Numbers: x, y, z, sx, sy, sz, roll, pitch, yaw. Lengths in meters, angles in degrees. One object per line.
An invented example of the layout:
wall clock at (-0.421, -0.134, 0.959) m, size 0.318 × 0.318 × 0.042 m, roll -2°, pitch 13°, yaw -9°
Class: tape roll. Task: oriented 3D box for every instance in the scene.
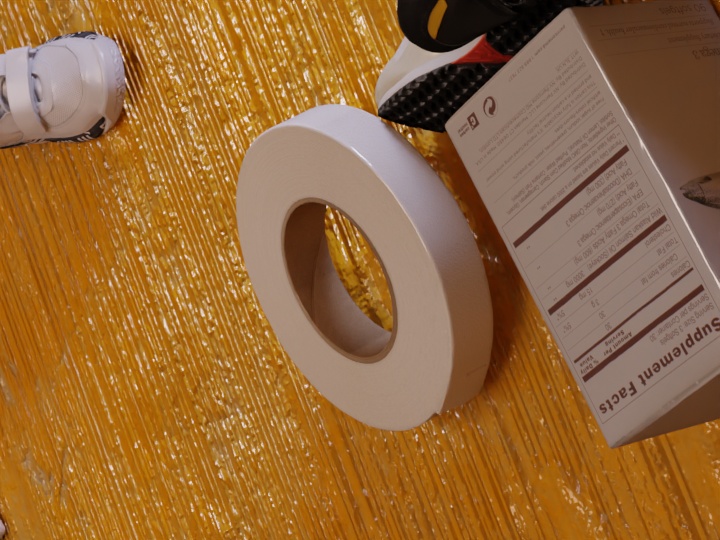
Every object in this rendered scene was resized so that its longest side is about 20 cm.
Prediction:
tape roll at (0.000, 0.000, 1.506) m, size 0.202 × 0.037 × 0.204 m, roll 34°, pitch 137°, yaw 38°

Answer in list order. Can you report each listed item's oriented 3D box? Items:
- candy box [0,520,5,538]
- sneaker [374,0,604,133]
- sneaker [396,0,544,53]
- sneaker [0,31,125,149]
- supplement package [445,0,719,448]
candy box at (-0.378, 0.206, 1.981) m, size 0.168 × 0.071 × 0.200 m, roll 54°, pitch 133°, yaw 25°
sneaker at (0.073, -0.152, 1.421) m, size 0.200 × 0.070 × 0.094 m, roll -41°, pitch 42°, yaw 54°
sneaker at (0.094, -0.165, 1.258) m, size 0.200 × 0.070 × 0.090 m, roll -43°, pitch 46°, yaw 27°
sneaker at (-0.254, -0.117, 1.741) m, size 0.199 × 0.114 × 0.076 m, roll -8°, pitch 93°, yaw 48°
supplement package at (0.156, -0.028, 1.305) m, size 0.117 × 0.116 × 0.201 m, roll -42°, pitch 68°, yaw 42°
